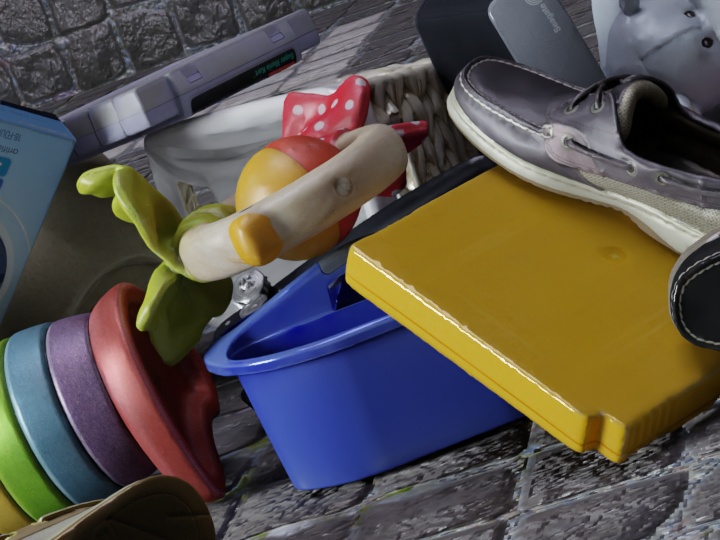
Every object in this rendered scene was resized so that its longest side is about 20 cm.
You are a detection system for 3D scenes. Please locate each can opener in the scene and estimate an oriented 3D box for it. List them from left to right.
[{"bbox_3d":[0.000,0.000,1.451,0.200,0.079,0.063,-40,31,11],"label":"can opener"}]

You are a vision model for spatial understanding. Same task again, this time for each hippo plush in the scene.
[{"bbox_3d":[0.184,-0.139,1.527,0.199,0.160,0.161,-27,-18,4],"label":"hippo plush"}]

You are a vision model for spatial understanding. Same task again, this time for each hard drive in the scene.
[{"bbox_3d":[0.110,-0.079,1.485,0.042,0.201,0.135,-36,16,-19],"label":"hard drive"}]

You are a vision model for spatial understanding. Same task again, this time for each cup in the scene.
[{"bbox_3d":[-0.196,0.014,1.656,0.200,0.201,0.143,-28,39,-35],"label":"cup"}]

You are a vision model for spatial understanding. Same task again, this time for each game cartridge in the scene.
[{"bbox_3d":[-0.123,-0.110,1.621,0.129,0.039,0.200,-14,12,35],"label":"game cartridge"},{"bbox_3d":[0.122,0.004,1.264,0.200,0.033,0.176,-29,51,-35],"label":"game cartridge"}]

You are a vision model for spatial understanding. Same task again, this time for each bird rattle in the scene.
[{"bbox_3d":[-0.035,-0.032,1.347,0.199,0.113,0.163,-23,8,-25],"label":"bird rattle"}]

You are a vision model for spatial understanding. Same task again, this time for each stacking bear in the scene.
[{"bbox_3d":[-0.187,0.098,1.386,0.199,0.114,0.122,-27,31,11],"label":"stacking bear"}]

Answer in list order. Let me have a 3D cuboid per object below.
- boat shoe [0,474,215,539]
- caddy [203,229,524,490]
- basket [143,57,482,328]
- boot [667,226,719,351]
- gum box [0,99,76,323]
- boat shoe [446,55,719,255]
[{"bbox_3d":[-0.160,0.160,1.177,0.199,0.074,0.066,-24,-1,-26],"label":"boat shoe"},{"bbox_3d":[0.018,0.031,1.346,0.199,0.105,0.141,-21,13,-5],"label":"caddy"},{"bbox_3d":[-0.016,-0.051,1.580,0.123,0.136,0.200,-24,10,-40],"label":"basket"},{"bbox_3d":[0.224,0.021,1.119,0.199,0.074,0.151,-2,17,16],"label":"boot"},{"bbox_3d":[-0.281,-0.015,1.508,0.169,0.201,0.045,15,18,-33],"label":"gum box"},{"bbox_3d":[0.133,-0.066,1.275,0.200,0.065,0.072,31,44,26],"label":"boat shoe"}]
